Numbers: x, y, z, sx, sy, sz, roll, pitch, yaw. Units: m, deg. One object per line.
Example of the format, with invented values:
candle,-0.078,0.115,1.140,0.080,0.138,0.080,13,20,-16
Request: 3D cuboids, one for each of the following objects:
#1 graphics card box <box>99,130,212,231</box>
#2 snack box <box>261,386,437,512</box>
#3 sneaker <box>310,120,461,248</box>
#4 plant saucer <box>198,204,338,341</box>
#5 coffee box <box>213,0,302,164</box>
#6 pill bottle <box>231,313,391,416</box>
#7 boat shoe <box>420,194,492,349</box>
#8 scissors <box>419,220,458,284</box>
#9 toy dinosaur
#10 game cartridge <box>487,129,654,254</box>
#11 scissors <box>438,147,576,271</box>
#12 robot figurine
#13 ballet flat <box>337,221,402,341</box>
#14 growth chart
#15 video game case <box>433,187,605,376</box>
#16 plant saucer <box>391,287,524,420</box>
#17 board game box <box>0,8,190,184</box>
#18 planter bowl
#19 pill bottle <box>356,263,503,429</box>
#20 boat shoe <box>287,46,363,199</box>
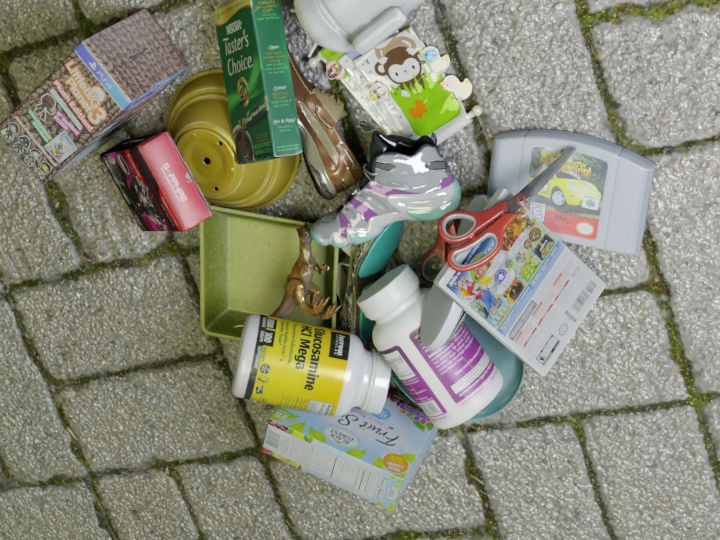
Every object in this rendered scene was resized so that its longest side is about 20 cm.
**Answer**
graphics card box,-0.274,-0.116,1.806,0.126,0.051,0.200,62,160,-15
snack box,-0.009,0.217,1.848,0.199,0.169,0.068,22,125,13
sneaker,0.013,-0.117,1.681,0.199,0.078,0.141,-18,114,11
plant saucer,-0.120,0.007,1.859,0.198,0.048,0.201,10,118,14
coffee box,-0.129,-0.236,1.683,0.123,0.044,0.202,0,99,62
pill bottle,-0.063,0.129,1.791,0.198,0.113,0.113,11,121,-7
boat shoe,0.134,0.008,1.664,0.056,0.069,0.201,20,96,-25
scissors,0.116,-0.065,1.727,0.073,0.014,0.201,13,113,19
toy dinosaur,-0.083,0.028,1.807,0.106,0.060,0.201,43,123,26
game cartridge,0.252,-0.101,1.657,0.199,0.041,0.134,12,115,18
scissors,0.182,-0.069,1.594,0.199,0.014,0.073,-28,76,-5
robot figurine,0.003,-0.333,1.594,0.199,0.171,0.113,-32,142,25
ballet flat,0.000,0.000,1.805,0.075,0.068,0.201,34,128,32
growth chart,0.046,-0.234,1.691,0.200,0.018,0.145,46,123,-4
video game case,0.196,0.016,1.653,0.200,0.144,0.018,40,170,-26
plant saucer,0.126,0.108,1.820,0.199,0.027,0.202,10,117,19
board game box,-0.349,-0.228,1.781,0.200,0.160,0.097,-35,98,32
planter bowl,-0.186,-0.157,1.791,0.199,0.084,0.202,10,118,18
pill bottle,0.086,0.095,1.750,0.112,0.112,0.201,-31,100,32
boat shoe,-0.055,-0.193,1.731,0.073,0.076,0.201,-23,97,-2
